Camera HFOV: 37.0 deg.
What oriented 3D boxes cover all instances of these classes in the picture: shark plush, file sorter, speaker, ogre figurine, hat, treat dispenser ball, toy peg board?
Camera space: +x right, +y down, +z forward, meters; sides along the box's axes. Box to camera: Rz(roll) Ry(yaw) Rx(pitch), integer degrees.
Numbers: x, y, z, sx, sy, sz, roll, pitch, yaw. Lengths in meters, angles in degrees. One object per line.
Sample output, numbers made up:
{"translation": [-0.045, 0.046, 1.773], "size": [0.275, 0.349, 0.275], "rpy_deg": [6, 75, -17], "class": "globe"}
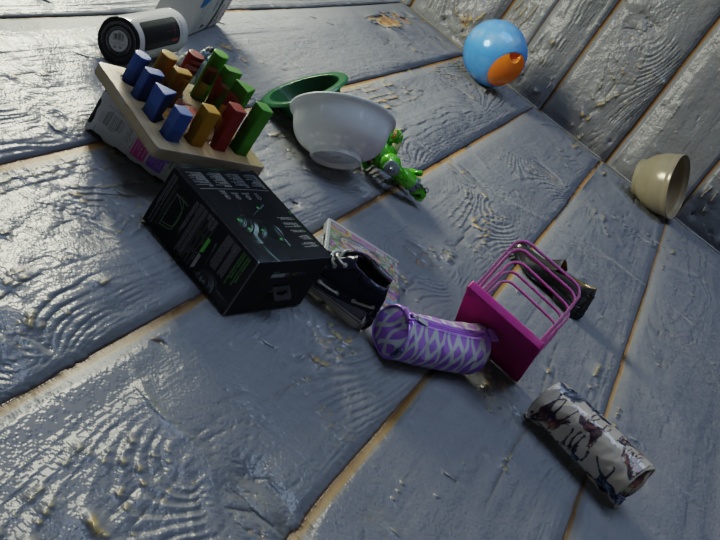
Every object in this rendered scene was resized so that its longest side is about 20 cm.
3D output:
{"translation": [-0.275, -0.351, 1.869], "size": [0.091, 0.084, 0.200], "rpy_deg": [40, 23, 10], "class": "shark plush"}
{"translation": [0.244, 0.059, 1.660], "size": [0.139, 0.125, 0.200], "rpy_deg": [42, -16, 12], "class": "file sorter"}
{"translation": [-0.369, -0.402, 1.839], "size": [0.081, 0.082, 0.200], "rpy_deg": [37, 22, 2], "class": "speaker"}
{"translation": [0.052, -0.225, 2.095], "size": [0.120, 0.097, 0.202], "rpy_deg": [27, 45, -60], "class": "ogre figurine"}
{"translation": [-0.076, -0.274, 2.075], "size": [0.198, 0.178, 0.166], "rpy_deg": [-20, 25, -12], "class": "hat"}
{"translation": [0.413, -0.667, 3.298], "size": [0.200, 0.202, 0.202], "rpy_deg": [30, 24, -15], "class": "treat dispenser ball"}
{"translation": [-0.238, -0.245, 1.522], "size": [0.198, 0.098, 0.200], "rpy_deg": [6, 37, -49], "class": "toy peg board"}

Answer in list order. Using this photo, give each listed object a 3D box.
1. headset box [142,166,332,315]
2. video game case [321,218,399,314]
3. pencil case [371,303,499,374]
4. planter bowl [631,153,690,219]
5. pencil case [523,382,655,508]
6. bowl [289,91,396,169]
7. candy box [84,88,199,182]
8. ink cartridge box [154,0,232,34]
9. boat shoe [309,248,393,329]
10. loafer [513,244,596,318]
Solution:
{"translation": [-0.157, -0.039, 1.436], "size": [0.200, 0.093, 0.173], "rpy_deg": [46, 24, 20], "class": "headset box"}
{"translation": [0.000, 0.000, 1.684], "size": [0.142, 0.018, 0.201], "rpy_deg": [32, 24, -14], "class": "video game case"}
{"translation": [0.106, 0.099, 1.563], "size": [0.199, 0.086, 0.084], "rpy_deg": [15, 38, -44], "class": "pencil case"}
{"translation": [0.923, -0.273, 3.334], "size": [0.134, 0.203, 0.199], "rpy_deg": [17, 11, 32], "class": "planter bowl"}
{"translation": [0.337, 0.255, 1.597], "size": [0.200, 0.090, 0.078], "rpy_deg": [45, 18, 24], "class": "pencil case"}
{"translation": [-0.038, -0.241, 1.941], "size": [0.200, 0.200, 0.092], "rpy_deg": [19, 73, -36], "class": "bowl"}
{"translation": [-0.281, -0.200, 1.593], "size": [0.199, 0.072, 0.168], "rpy_deg": [35, 23, -3], "class": "candy box"}
{"translation": [-0.310, -0.560, 2.136], "size": [0.084, 0.145, 0.200], "rpy_deg": [36, 23, -3], "class": "ink cartridge box"}
{"translation": [-0.043, -0.010, 1.526], "size": [0.199, 0.093, 0.075], "rpy_deg": [35, 40, -4], "class": "boat shoe"}
{"translation": [0.391, 0.004, 2.164], "size": [0.200, 0.073, 0.073], "rpy_deg": [44, 25, 18], "class": "loafer"}
